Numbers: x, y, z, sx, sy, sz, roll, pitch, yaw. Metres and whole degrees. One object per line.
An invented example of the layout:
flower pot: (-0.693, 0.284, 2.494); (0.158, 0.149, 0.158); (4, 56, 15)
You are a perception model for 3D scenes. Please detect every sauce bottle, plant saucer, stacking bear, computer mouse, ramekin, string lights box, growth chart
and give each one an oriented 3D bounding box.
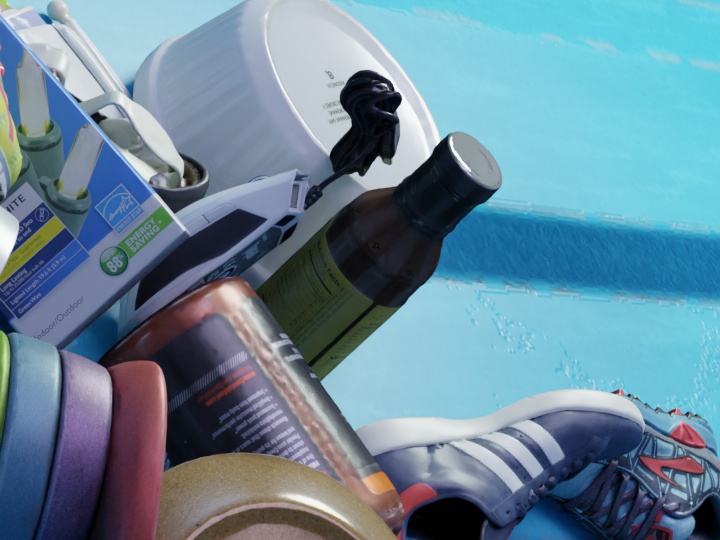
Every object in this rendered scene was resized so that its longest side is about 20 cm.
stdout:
sauce bottle: (0.000, 0.000, 1.632); (0.065, 0.200, 0.065); (34, 32, -25)
plant saucer: (-0.045, 0.185, 1.434); (0.199, 0.035, 0.202); (6, 74, -24)
stacking bear: (-0.194, 0.078, 1.309); (0.199, 0.121, 0.115); (10, 87, -14)
computer mouse: (-0.062, -0.034, 1.614); (0.044, 0.200, 0.110); (51, -8, 9)
ramekin: (-0.034, -0.076, 1.761); (0.202, 0.094, 0.203); (37, 31, -27)
string lights box: (-0.192, -0.061, 1.543); (0.200, 0.103, 0.059); (48, -2, 1)
growth chart: (-0.199, -0.107, 1.679); (0.200, 0.018, 0.145); (-13, 66, -56)

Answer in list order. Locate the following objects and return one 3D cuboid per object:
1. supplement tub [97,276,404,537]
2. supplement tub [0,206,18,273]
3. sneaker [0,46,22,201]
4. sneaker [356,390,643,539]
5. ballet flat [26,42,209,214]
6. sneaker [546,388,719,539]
supplement tub: (-0.049, 0.110, 1.540); (0.200, 0.107, 0.107); (54, 31, 10)
supplement tub: (-0.274, -0.034, 1.379); (0.200, 0.145, 0.145); (38, 32, -17)
sneaker: (-0.200, -0.112, 1.435); (0.078, 0.200, 0.091); (17, 60, 23)
sneaker: (0.080, 0.125, 1.675); (0.199, 0.075, 0.085); (-9, 65, -25)
ballet flat: (-0.164, -0.084, 1.616); (0.200, 0.073, 0.073); (35, 33, -21)
sneaker: (0.170, 0.133, 1.816); (0.199, 0.079, 0.096); (9, 51, -47)
